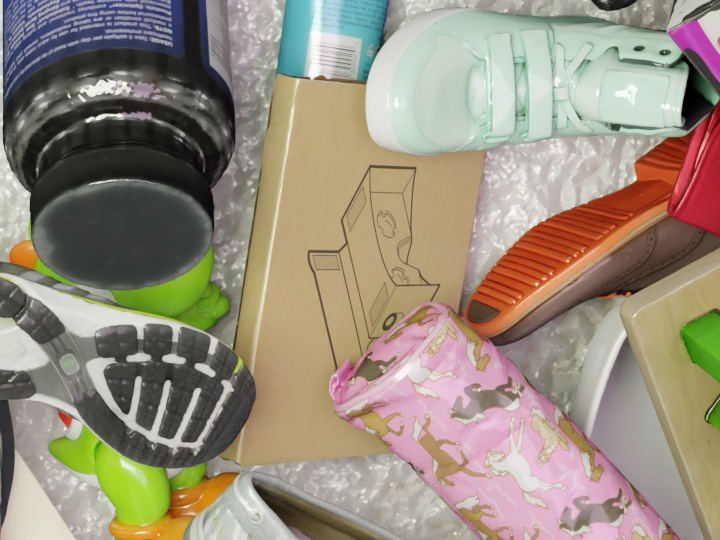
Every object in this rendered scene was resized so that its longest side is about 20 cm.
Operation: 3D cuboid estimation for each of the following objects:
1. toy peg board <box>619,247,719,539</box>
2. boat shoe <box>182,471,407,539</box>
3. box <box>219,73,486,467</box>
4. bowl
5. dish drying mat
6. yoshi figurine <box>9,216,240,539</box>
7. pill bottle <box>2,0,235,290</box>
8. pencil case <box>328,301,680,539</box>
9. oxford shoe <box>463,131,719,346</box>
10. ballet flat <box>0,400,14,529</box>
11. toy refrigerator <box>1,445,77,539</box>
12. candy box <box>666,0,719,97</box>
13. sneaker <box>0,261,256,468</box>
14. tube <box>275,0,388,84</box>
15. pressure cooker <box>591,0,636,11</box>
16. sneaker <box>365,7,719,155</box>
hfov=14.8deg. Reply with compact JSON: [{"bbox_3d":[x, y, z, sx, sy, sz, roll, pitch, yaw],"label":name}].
[{"bbox_3d":[0.270,0.070,1.465,0.199,0.098,0.200,-28,117,-9],"label":"toy peg board"},{"bbox_3d":[0.010,0.159,1.400,0.202,0.074,0.065,26,128,-19],"label":"boat shoe"},{"bbox_3d":[0.000,0.000,1.453,0.163,0.021,0.200,0,102,-49],"label":"box"},{"bbox_3d":[0.197,0.103,1.544,0.200,0.075,0.200,3,107,-23],"label":"bowl"},{"bbox_3d":[0.247,-0.041,1.544,0.200,0.018,0.077,19,91,-44],"label":"dish drying mat"},{"bbox_3d":[-0.103,0.048,1.423,0.112,0.112,0.200,-25,104,-23],"label":"yoshi figurine"},{"bbox_3d":[-0.117,-0.095,1.335,0.112,0.112,0.200,12,50,-22],"label":"pill bottle"},{"bbox_3d":[0.075,0.105,1.434,0.087,0.083,0.200,-45,104,-5],"label":"pencil case"},{"bbox_3d":[0.148,-0.006,1.526,0.200,0.071,0.073,-33,113,-13],"label":"oxford shoe"},{"bbox_3d":[-0.197,0.122,1.334,0.073,0.073,0.200,1,98,-21],"label":"ballet flat"},{"bbox_3d":[-0.209,0.106,1.404,0.070,0.076,0.200,-35,109,-12],"label":"toy refrigerator"},{"bbox_3d":[0.236,-0.143,1.475,0.061,0.200,0.136,-30,114,30],"label":"candy box"},{"bbox_3d":[-0.139,0.033,1.319,0.200,0.081,0.074,24,100,-29],"label":"sneaker"},{"bbox_3d":[-0.008,-0.169,1.455,0.077,0.050,0.200,8,93,-42],"label":"tube"},{"bbox_3d":[0.105,-0.229,1.406,0.176,0.179,0.200,-22,98,-39],"label":"pressure cooker"},{"bbox_3d":[0.102,-0.099,1.430,0.200,0.118,0.074,-15,109,-43],"label":"sneaker"}]
